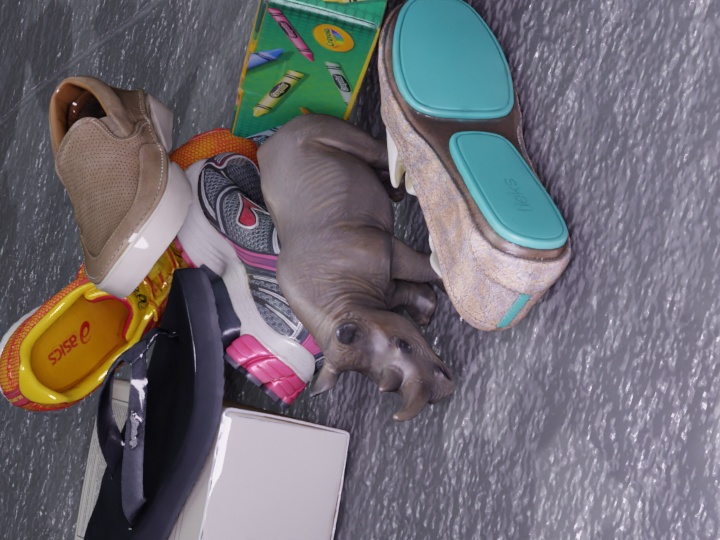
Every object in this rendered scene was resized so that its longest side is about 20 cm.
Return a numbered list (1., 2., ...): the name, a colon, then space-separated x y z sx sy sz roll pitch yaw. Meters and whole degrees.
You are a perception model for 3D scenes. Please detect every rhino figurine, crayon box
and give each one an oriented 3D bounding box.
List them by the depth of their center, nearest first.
1. rhino figurine: 0.000 0.000 1.293 0.200 0.087 0.060 -103 32 -45
2. crayon box: -0.017 -0.144 1.354 0.200 0.058 0.119 114 169 -73

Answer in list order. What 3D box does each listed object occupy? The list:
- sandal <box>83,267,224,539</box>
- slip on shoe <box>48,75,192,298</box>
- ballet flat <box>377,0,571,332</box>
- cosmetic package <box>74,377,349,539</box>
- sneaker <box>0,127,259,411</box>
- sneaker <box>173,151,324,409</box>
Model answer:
1. sandal: -0.110 0.090 1.366 0.076 0.043 0.200 -117 40 -53
2. slip on shoe: -0.133 -0.051 1.462 0.076 0.061 0.200 -50 20 19
3. ballet flat: 0.041 -0.047 1.253 0.200 0.068 0.067 -104 27 -49
4. cosmetic package: -0.081 0.117 1.444 0.200 0.071 0.105 -170 91 -67
5. sneaker: -0.117 0.004 1.522 0.200 0.073 0.077 -52 17 -15
6. sneaker: -0.042 -0.005 1.428 0.075 0.081 0.200 -42 33 9
